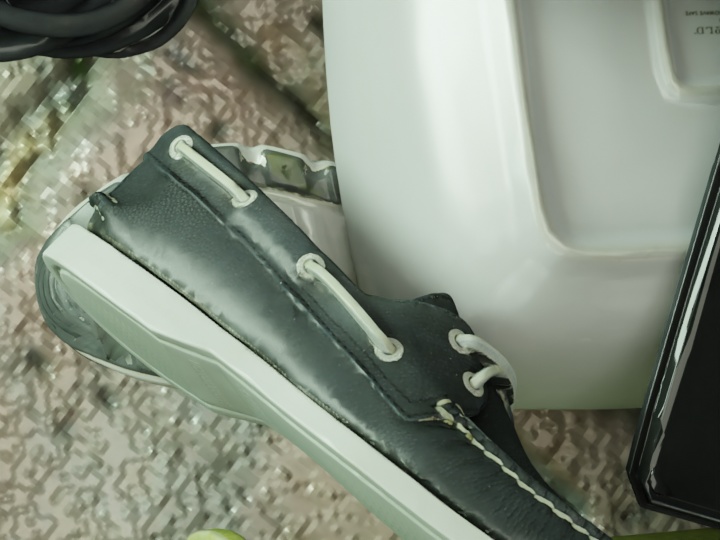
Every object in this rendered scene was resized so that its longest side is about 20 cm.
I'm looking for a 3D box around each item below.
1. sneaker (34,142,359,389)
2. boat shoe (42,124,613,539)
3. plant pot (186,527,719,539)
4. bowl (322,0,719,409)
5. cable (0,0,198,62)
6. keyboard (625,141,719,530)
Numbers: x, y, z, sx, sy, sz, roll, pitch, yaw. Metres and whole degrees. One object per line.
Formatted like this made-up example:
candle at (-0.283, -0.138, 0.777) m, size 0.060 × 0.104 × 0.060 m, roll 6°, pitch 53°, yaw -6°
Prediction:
sneaker at (0.000, 0.000, 0.793) m, size 0.199 × 0.085 × 0.075 m, roll -7°, pitch 82°, yaw -10°
boat shoe at (0.004, 0.028, 0.685) m, size 0.200 × 0.076 × 0.060 m, roll 36°, pitch 78°, yaw 19°
plant pot at (0.059, 0.155, 0.755) m, size 0.184 × 0.200 × 0.201 m, roll -11°, pitch 88°, yaw -18°
bowl at (0.093, -0.065, 0.740) m, size 0.199 × 0.075 × 0.200 m, roll -4°, pitch 82°, yaw -12°
cable at (-0.096, -0.159, 0.785) m, size 0.163 × 0.051 × 0.200 m, roll -42°, pitch 124°, yaw -33°
keyboard at (0.155, -0.017, 0.698) m, size 0.127 × 0.021 × 0.201 m, roll 17°, pitch 92°, yaw -9°
